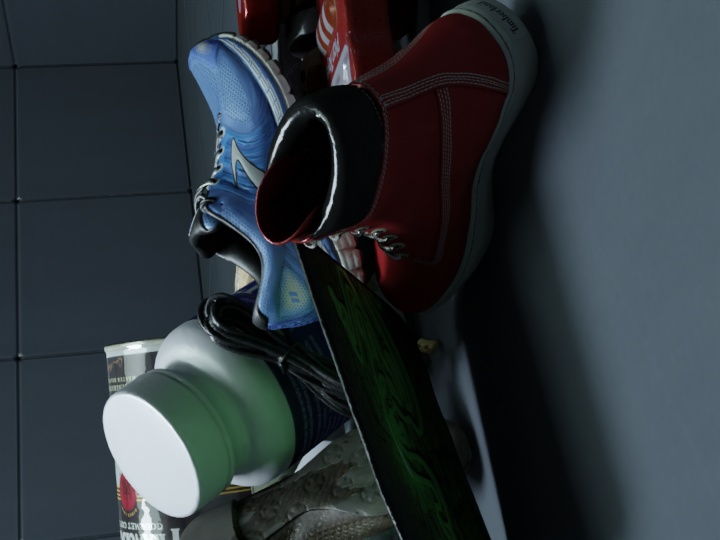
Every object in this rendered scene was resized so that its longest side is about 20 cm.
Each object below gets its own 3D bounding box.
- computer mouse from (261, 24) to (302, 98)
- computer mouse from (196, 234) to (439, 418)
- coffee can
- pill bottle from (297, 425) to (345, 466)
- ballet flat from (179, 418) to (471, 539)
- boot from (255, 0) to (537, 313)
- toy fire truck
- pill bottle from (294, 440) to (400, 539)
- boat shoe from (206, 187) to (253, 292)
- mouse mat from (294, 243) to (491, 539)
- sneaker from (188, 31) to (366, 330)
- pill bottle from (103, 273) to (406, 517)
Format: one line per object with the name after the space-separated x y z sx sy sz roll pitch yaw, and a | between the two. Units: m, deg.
-0.048 -0.122 0.833 0.138 0.052 0.202 -158 65 -74 | computer mouse
0.000 0.000 0.712 0.200 0.140 0.046 -53 -7 -43 | computer mouse
-0.121 0.153 0.867 0.146 0.145 0.202 152 113 -77 | coffee can
-0.050 0.239 0.975 0.114 0.113 0.202 177 89 -78 | pill bottle
-0.020 0.148 0.676 0.046 0.199 0.068 52 -165 -44 | ballet flat
0.003 -0.026 0.543 0.072 0.144 0.201 42 148 23 | boot
-0.014 -0.139 0.673 0.200 0.111 0.170 131 135 -75 | toy fire truck
-0.040 0.223 0.747 0.120 0.119 0.201 104 -167 -56 | pill bottle
-0.103 -0.068 0.997 0.072 0.075 0.202 -146 65 -82 | boat shoe
0.027 0.085 0.556 0.161 0.007 0.201 40 -156 -59 | mouse mat
-0.069 -0.055 0.659 0.079 0.088 0.201 93 155 -66 | sneaker
-0.069 0.074 0.746 0.119 0.200 0.121 22 128 32 | pill bottle
